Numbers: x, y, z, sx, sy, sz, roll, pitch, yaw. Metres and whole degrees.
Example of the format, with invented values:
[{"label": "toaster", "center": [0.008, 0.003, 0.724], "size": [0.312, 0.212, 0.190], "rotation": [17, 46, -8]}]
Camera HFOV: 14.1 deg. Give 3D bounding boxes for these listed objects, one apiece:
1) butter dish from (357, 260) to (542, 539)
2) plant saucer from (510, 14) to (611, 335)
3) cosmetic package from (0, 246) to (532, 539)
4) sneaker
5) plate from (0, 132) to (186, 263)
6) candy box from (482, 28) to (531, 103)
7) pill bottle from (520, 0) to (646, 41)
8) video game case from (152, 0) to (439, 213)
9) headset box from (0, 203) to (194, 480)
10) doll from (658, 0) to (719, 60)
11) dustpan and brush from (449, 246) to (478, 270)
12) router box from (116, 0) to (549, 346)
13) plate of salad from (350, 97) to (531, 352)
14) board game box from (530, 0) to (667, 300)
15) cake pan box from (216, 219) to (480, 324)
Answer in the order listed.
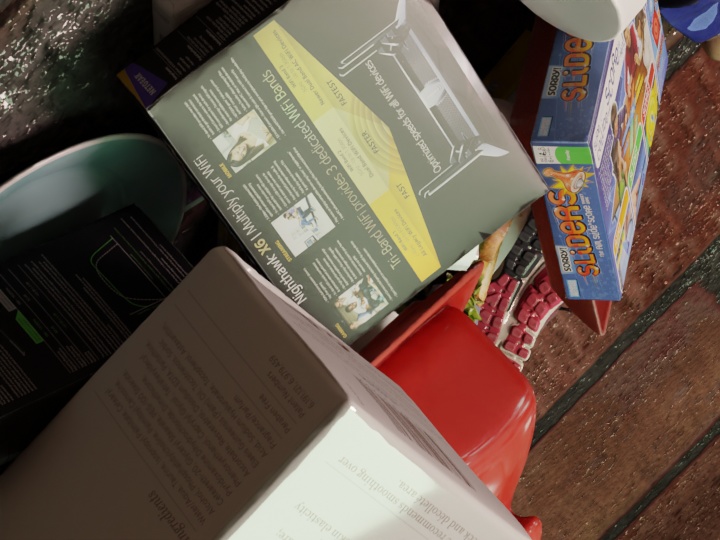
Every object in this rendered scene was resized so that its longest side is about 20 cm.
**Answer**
[{"label": "butter dish", "center": [0.040, 0.128, 1.716], "size": [0.200, 0.148, 0.200], "rotation": [-42, 163, -52]}, {"label": "plant saucer", "center": [0.136, -0.096, 1.799], "size": [0.200, 0.037, 0.200], "rotation": [72, 26, -48]}, {"label": "cosmetic package", "center": [-0.059, 0.133, 1.496], "size": [0.200, 0.166, 0.167], "rotation": [-46, 131, 3]}, {"label": "sneaker", "center": [0.105, 0.023, 2.030], "size": [0.200, 0.081, 0.075], "rotation": [-41, -177, 7]}, {"label": "plate", "center": [-0.181, -0.004, 1.603], "size": [0.200, 0.026, 0.200], "rotation": [-35, 153, -21]}, {"label": "candy box", "center": [0.069, -0.062, 1.897], "size": [0.200, 0.026, 0.102], "rotation": [-49, 153, 7]}, {"label": "pill bottle", "center": [0.164, -0.232, 1.632], "size": [0.200, 0.119, 0.120], "rotation": [-53, 158, -19]}, {"label": "video game case", "center": [-0.033, -0.139, 1.631], "size": [0.200, 0.024, 0.182], "rotation": [-35, 154, -23]}, {"label": "headset box", "center": [-0.188, 0.083, 1.587], "size": [0.200, 0.093, 0.174], "rotation": [-27, 150, -33]}, {"label": "doll", "center": [0.217, -0.206, 1.882], "size": [0.136, 0.048, 0.200], "rotation": [-40, 150, 11]}, {"label": "dustpan and brush", "center": [0.018, -0.103, 1.633], "size": [0.139, 0.057, 0.200], "rotation": [4, 120, -18]}, {"label": "router box", "center": [-0.012, -0.073, 1.561], "size": [0.157, 0.052, 0.200], "rotation": [-37, 124, -5]}, {"label": "plate of salad", "center": [0.037, -0.016, 1.755], "size": [0.200, 0.048, 0.200], "rotation": [-28, 144, -23]}, {"label": "board game box", "center": [0.142, -0.101, 1.699], "size": [0.135, 0.034, 0.200], "rotation": [74, 24, -46]}, {"label": "cake pan box", "center": [0.000, 0.000, 1.821], "size": [0.200, 0.052, 0.184], "rotation": [-25, 145, -26]}]
